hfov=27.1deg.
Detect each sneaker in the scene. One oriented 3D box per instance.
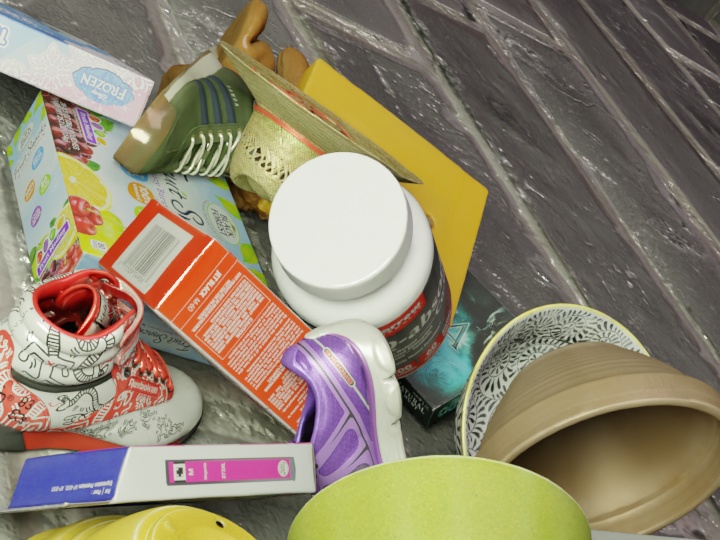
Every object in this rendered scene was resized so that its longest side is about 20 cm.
[{"bbox_3d":[-0.150,0.058,0.934,0.200,0.108,0.067,6,39,-51],"label":"sneaker"},{"bbox_3d":[-0.011,0.132,0.972,0.082,0.203,0.081,-14,11,-13],"label":"sneaker"},{"bbox_3d":[-0.117,-0.107,1.161,0.090,0.067,0.201,38,25,-6],"label":"sneaker"}]

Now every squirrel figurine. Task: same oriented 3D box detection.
[{"bbox_3d":[-0.080,-0.106,1.338,0.186,0.141,0.201,38,36,-26],"label":"squirrel figurine"}]

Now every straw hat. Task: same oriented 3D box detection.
[{"bbox_3d":[-0.053,-0.085,1.121,0.200,0.086,0.201,34,6,-4],"label":"straw hat"}]

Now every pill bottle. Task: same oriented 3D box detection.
[{"bbox_3d":[0.000,0.000,1.061,0.116,0.116,0.200,47,-6,20],"label":"pill bottle"}]

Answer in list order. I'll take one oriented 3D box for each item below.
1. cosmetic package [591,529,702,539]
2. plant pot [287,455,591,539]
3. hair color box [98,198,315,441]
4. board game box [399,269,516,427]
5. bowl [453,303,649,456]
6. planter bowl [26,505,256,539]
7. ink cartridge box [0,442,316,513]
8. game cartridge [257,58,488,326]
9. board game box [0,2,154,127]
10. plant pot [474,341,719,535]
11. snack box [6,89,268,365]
[{"bbox_3d":[0.206,0.254,1.104,0.198,0.071,0.103,13,55,-44],"label":"cosmetic package"},{"bbox_3d":[0.047,0.242,0.838,0.186,0.187,0.202,26,42,-25],"label":"plant pot"},{"bbox_3d":[-0.073,0.047,1.007,0.200,0.064,0.111,47,-9,-33],"label":"hair color box"},{"bbox_3d":[0.043,0.030,1.281,0.134,0.028,0.200,-26,61,-34],"label":"board game box"},{"bbox_3d":[0.145,0.133,1.199,0.199,0.203,0.094,29,-19,-19],"label":"bowl"},{"bbox_3d":[-0.095,0.190,0.810,0.199,0.084,0.201,31,25,-16],"label":"planter bowl"},{"bbox_3d":[-0.125,0.122,0.878,0.199,0.094,0.038,4,79,-50],"label":"ink cartridge box"},{"bbox_3d":[0.012,-0.062,1.262,0.199,0.032,0.177,36,44,-15],"label":"game cartridge"},{"bbox_3d":[-0.283,-0.186,1.171,0.198,0.044,0.199,22,7,-31],"label":"board game box"},{"bbox_3d":[0.164,0.117,1.079,0.199,0.201,0.094,19,41,-37],"label":"plant pot"},{"bbox_3d":[-0.166,-0.030,1.119,0.167,0.068,0.201,21,30,-34],"label":"snack box"}]
